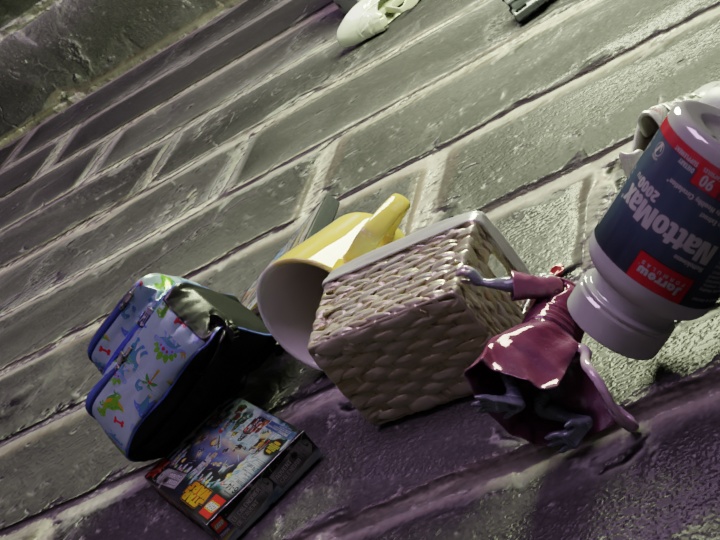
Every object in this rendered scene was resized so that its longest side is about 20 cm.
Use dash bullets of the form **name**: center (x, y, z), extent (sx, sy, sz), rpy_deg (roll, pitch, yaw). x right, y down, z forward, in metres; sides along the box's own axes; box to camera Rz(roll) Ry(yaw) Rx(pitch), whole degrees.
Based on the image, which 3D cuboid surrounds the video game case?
- **video game case**: center (-0.102, 0.008, 1.758), extent (0.181, 0.025, 0.200), rpy_deg (-49, 9, 23)

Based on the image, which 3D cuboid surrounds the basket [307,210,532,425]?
- **basket**: center (0.062, 0.053, 1.393), extent (0.200, 0.136, 0.123), rpy_deg (-23, 30, 33)

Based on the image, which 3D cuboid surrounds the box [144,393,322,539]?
- **box**: center (-0.138, 0.207, 1.503), extent (0.137, 0.040, 0.200), rpy_deg (-44, 23, -16)

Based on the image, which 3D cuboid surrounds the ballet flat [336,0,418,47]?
- **ballet flat**: center (0.045, -0.468, 2.544), extent (0.200, 0.069, 0.069), rpy_deg (-40, 22, -10)

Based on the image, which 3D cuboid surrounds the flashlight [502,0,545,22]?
- **flashlight**: center (0.301, -0.456, 2.129), extent (0.200, 0.068, 0.068), rpy_deg (-34, -4, 9)

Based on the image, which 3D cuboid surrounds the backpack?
- **backpack**: center (-0.218, 0.108, 1.608), extent (0.200, 0.147, 0.183), rpy_deg (-53, -20, 7)

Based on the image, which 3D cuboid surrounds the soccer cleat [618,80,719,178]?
- **soccer cleat**: center (0.329, -0.149, 1.452), extent (0.070, 0.086, 0.200), rpy_deg (-10, 34, 48)

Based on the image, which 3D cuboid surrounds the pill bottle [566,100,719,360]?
- **pill bottle**: center (0.261, -0.028, 1.179), extent (0.200, 0.120, 0.120), rpy_deg (-61, 12, 26)

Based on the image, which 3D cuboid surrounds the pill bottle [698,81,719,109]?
- **pill bottle**: center (0.384, -0.144, 1.312), extent (0.200, 0.113, 0.113), rpy_deg (-37, 22, -11)

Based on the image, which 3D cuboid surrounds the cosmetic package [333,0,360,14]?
- **cosmetic package**: center (0.020, -0.608, 2.710), extent (0.200, 0.165, 0.165), rpy_deg (-41, 23, -7)

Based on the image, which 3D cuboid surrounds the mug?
- **mug**: center (0.000, 0.008, 1.574), extent (0.186, 0.149, 0.153), rpy_deg (-15, 22, 40)

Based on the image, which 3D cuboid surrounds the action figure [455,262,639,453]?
- **action figure**: center (0.164, 0.053, 1.238), extent (0.149, 0.134, 0.200), rpy_deg (-19, 30, 34)
